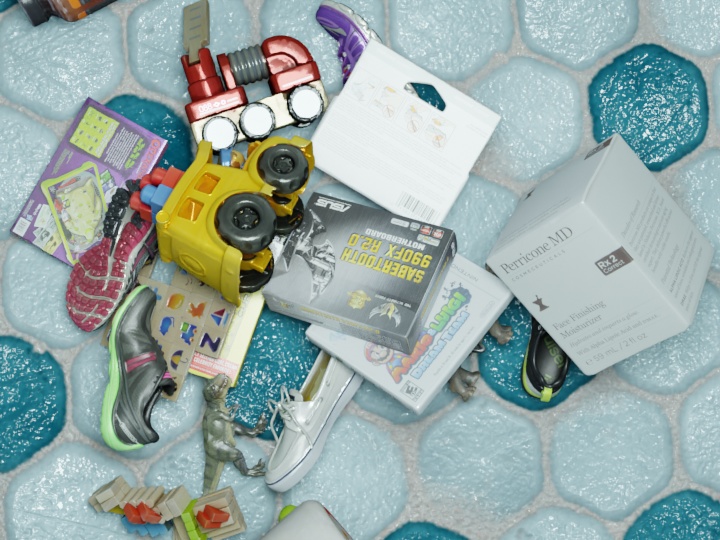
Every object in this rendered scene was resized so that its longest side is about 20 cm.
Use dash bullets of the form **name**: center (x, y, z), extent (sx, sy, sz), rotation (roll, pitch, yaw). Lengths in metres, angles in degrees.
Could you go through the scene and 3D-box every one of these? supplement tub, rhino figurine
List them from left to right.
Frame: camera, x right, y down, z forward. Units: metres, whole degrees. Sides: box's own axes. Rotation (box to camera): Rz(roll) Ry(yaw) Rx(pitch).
- **supplement tub**: center (-0.345, -0.387, 1.503), extent (0.199, 0.107, 0.108), rotation (-29, 86, -7)
- **rhino figurine**: center (0.153, 0.061, 1.510), extent (0.087, 0.060, 0.201), rotation (35, 81, -2)

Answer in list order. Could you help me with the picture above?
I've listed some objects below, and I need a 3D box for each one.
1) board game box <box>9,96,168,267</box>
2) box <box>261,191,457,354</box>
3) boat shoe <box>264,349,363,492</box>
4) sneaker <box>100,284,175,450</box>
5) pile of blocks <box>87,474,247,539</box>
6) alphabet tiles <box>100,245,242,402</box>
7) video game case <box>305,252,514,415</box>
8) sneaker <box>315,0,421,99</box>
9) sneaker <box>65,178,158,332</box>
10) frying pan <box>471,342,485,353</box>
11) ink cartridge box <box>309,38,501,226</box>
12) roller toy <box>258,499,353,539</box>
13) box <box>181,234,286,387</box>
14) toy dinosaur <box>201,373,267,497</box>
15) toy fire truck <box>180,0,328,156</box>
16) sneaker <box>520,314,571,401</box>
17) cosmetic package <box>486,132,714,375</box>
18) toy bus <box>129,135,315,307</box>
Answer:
- **board game box**: center (-0.346, -0.106, 1.512), extent (0.119, 0.032, 0.201), rotation (29, 83, 3)
- **box**: center (0.000, 0.000, 1.457), extent (0.198, 0.048, 0.159), rotation (17, 63, 21)
- **boat shoe**: center (-0.074, 0.171, 1.461), extent (0.086, 0.074, 0.203), rotation (39, 79, -28)
- **sneaker**: center (-0.264, 0.119, 1.438), extent (0.083, 0.077, 0.202), rotation (3, 80, 3)
- **pile of blocks**: center (-0.242, 0.305, 1.442), extent (0.198, 0.062, 0.083), rotation (5, 102, 8)
- **alphabet tiles**: center (-0.236, 0.055, 1.478), extent (0.166, 0.008, 0.202), rotation (17, 83, 23)
- **video game case**: center (0.061, 0.053, 1.454), extent (0.181, 0.024, 0.200), rotation (32, 70, 26)
- **sneaker**: center (0.000, -0.261, 1.527), extent (0.083, 0.081, 0.201), rotation (-36, 88, -1)
- **sneaker**: center (-0.294, -0.012, 1.474), extent (0.080, 0.075, 0.201), rotation (29, 89, 25)
- **frying pan**: center (0.052, 0.072, 1.480), extent (0.115, 0.031, 0.190), rotation (-41, 59, -10)
- **ink cartridge box**: center (0.052, -0.168, 1.498), extent (0.199, 0.044, 0.174), rotation (31, 94, 1)
- **roller toy**: center (-0.052, 0.381, 1.397), extent (0.139, 0.200, 0.183), rotation (-39, 93, -6)
- **box**: center (-0.159, 0.042, 1.496), extent (0.075, 0.050, 0.202), rotation (20, 84, -1)
- **toy dinosaur**: center (-0.161, 0.220, 1.476), extent (0.087, 0.047, 0.202), rotation (2, 102, -20)
- **toy fire truck**: center (-0.152, -0.263, 1.507), extent (0.175, 0.129, 0.202), rotation (-20, 95, -6)
- **sneaker**: center (0.251, 0.069, 1.499), extent (0.071, 0.083, 0.202), rotation (8, 78, -3)
- **cosmetic package**: center (0.292, -0.018, 1.426), extent (0.200, 0.165, 0.165), rotation (46, 42, -10)
- **toy bus**: center (-0.170, -0.087, 1.413), extent (0.191, 0.136, 0.201), rotation (25, 63, 8)
